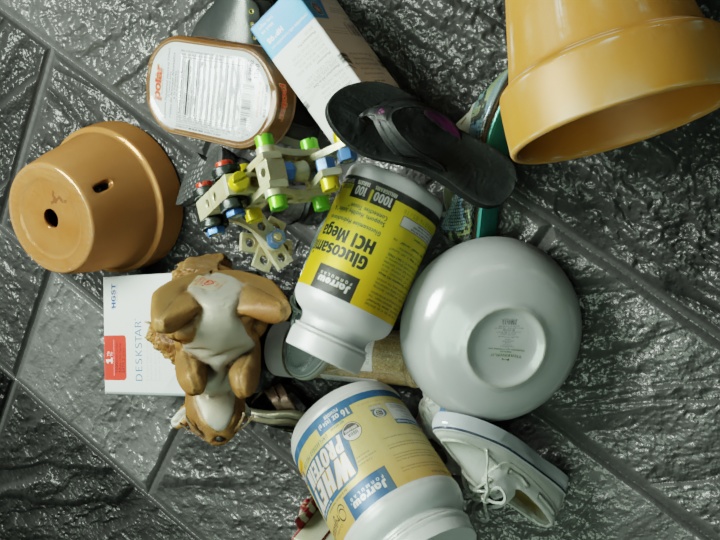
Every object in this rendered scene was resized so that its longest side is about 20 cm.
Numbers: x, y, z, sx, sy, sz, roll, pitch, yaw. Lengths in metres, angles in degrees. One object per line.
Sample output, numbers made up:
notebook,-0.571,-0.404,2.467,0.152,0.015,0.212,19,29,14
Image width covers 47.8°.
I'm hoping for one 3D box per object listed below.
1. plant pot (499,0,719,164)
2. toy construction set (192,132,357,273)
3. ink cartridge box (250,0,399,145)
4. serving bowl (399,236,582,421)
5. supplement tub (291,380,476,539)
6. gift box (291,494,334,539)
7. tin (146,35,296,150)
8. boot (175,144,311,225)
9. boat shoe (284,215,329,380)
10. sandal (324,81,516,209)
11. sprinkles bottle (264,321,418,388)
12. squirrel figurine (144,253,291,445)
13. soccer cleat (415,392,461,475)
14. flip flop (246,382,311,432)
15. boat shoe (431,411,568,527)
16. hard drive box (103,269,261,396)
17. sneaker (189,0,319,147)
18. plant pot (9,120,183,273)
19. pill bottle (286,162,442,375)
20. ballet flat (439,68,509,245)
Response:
plant pot,0.207,-0.214,0.717,0.198,0.199,0.186,-17,84,29
toy construction set,-0.093,-0.074,0.831,0.200,0.130,0.093,-50,57,52
ink cartridge box,-0.014,-0.193,0.857,0.066,0.116,0.201,-36,88,23
serving bowl,0.143,0.069,0.846,0.197,0.066,0.203,-2,103,-6
supplement tub,0.023,0.237,0.890,0.201,0.143,0.146,54,126,39
gift box,0.000,0.371,0.992,0.185,0.200,0.187,14,107,22
tin,-0.159,-0.198,0.896,0.198,0.042,0.114,16,102,30
boot,-0.139,-0.088,0.971,0.130,0.199,0.071,21,87,-25
boat shoe,-0.051,0.027,0.936,0.069,0.071,0.203,20,90,29
sandal,0.063,-0.127,0.772,0.198,0.048,0.076,23,75,-8
sprinkles bottle,-0.017,0.101,0.984,0.197,0.068,0.069,2,107,25
squirrel figurine,-0.168,0.091,0.919,0.200,0.140,0.189,-133,38,-56
soccer cleat,0.098,0.148,0.935,0.085,0.070,0.203,-8,105,10
flip flop,-0.090,0.176,1.045,0.198,0.081,0.058,2,72,33
boat shoe,0.146,0.229,0.884,0.201,0.087,0.074,37,151,-30
hard drive box,-0.233,0.082,1.054,0.198,0.077,0.158,-4,87,27
sneaker,-0.108,-0.235,0.914,0.200,0.075,0.107,44,123,8
plant pot,-0.350,-0.082,1.045,0.198,0.140,0.203,9,110,24
pill bottle,0.000,0.000,0.854,0.111,0.112,0.202,22,84,18
ballet flat,0.120,-0.118,0.851,0.073,0.074,0.203,18,110,19
